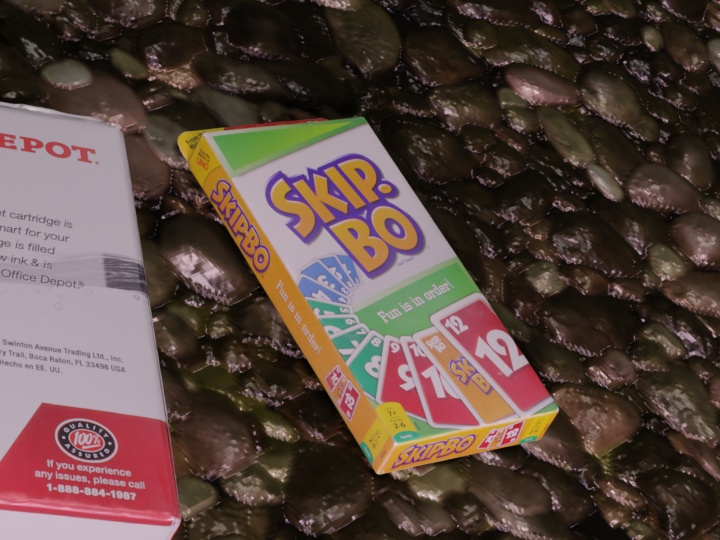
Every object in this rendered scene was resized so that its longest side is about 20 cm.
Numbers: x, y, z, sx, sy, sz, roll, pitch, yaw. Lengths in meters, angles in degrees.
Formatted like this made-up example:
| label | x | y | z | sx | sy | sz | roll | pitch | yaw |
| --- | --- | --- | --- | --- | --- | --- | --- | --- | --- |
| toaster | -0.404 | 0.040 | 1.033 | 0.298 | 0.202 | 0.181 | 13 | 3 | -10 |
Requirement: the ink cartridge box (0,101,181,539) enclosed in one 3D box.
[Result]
| label | x | y | z | sx | sy | sz | roll | pitch | yaw |
| --- | --- | --- | --- | --- | --- | --- | --- | --- | --- |
| ink cartridge box | -0.156 | 0.030 | 0.862 | 0.143 | 0.084 | 0.201 | 9 | 45 | -22 |

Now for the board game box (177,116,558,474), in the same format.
| label | x | y | z | sx | sy | sz | roll | pitch | yaw |
| --- | --- | --- | --- | --- | --- | --- | --- | --- | --- |
| board game box | 0.000 | 0.000 | 1.037 | 0.095 | 0.030 | 0.201 | -8 | 50 | -38 |
